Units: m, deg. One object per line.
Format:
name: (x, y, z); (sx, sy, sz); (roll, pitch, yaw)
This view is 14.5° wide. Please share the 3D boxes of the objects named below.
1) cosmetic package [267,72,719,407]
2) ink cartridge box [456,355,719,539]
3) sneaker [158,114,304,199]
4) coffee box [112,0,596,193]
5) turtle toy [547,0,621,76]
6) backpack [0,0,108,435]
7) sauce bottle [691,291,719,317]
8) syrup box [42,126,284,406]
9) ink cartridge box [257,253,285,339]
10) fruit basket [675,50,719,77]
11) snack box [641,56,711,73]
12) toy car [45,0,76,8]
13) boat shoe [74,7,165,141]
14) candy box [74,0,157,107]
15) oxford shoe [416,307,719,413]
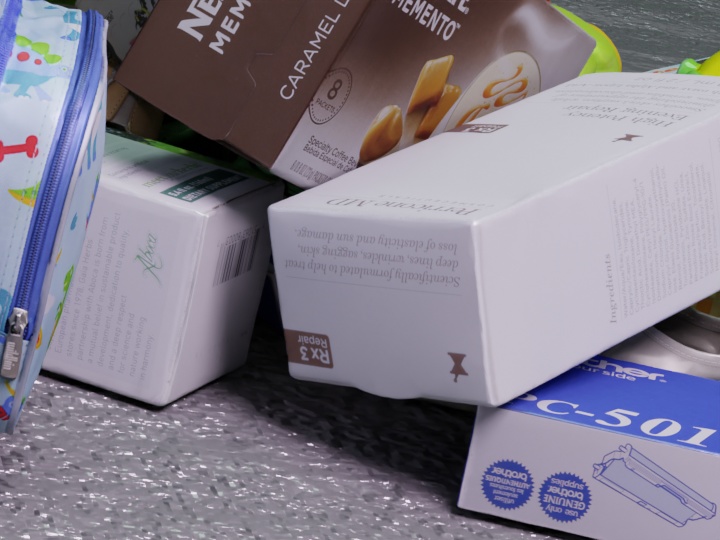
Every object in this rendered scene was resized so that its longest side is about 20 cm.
cosmetic package: (0.069, -0.016, 1.064); (0.102, 0.074, 0.200); (5, 19, 40)
ink cartridge box: (0.141, 0.075, 1.028); (0.200, 0.044, 0.094); (12, 15, 7)
sneaker: (-0.078, -0.069, 1.315); (0.085, 0.078, 0.200); (-5, 22, -38)
coffee box: (0.004, -0.083, 1.109); (0.080, 0.114, 0.200); (31, 2, 25)
turtle toy: (0.046, -0.097, 1.314); (0.146, 0.101, 0.200); (-37, 41, -21)
backpack: (-0.161, -0.047, 0.962); (0.147, 0.200, 0.183); (9, 15, -8)
sauce bottle: (0.208, 0.012, 1.254); (0.200, 0.066, 0.066); (7, 17, -12)
syrup box: (-0.140, -0.019, 1.096); (0.200, 0.081, 0.079); (18, 16, 17)
ink cartridge box: (0.000, 0.000, 1.208); (0.200, 0.037, 0.095); (5, 18, -29)
fruit basket: (0.227, -0.027, 1.148); (0.215, 0.216, 0.156); (6, 17, -18)
snack box: (0.134, -0.068, 1.387); (0.200, 0.037, 0.116); (-13, 14, 7)
toy car: (-0.157, -0.201, 1.430); (0.158, 0.200, 0.164); (-29, -16, 31)
boat shoe: (-0.114, -0.065, 1.234); (0.200, 0.072, 0.076); (-35, 63, -27)
candy box: (-0.012, -0.163, 1.212); (0.200, 0.136, 0.061); (-35, 87, -34)
oxford shoe: (0.077, 0.028, 1.126); (0.200, 0.058, 0.075); (10, 20, 4)
